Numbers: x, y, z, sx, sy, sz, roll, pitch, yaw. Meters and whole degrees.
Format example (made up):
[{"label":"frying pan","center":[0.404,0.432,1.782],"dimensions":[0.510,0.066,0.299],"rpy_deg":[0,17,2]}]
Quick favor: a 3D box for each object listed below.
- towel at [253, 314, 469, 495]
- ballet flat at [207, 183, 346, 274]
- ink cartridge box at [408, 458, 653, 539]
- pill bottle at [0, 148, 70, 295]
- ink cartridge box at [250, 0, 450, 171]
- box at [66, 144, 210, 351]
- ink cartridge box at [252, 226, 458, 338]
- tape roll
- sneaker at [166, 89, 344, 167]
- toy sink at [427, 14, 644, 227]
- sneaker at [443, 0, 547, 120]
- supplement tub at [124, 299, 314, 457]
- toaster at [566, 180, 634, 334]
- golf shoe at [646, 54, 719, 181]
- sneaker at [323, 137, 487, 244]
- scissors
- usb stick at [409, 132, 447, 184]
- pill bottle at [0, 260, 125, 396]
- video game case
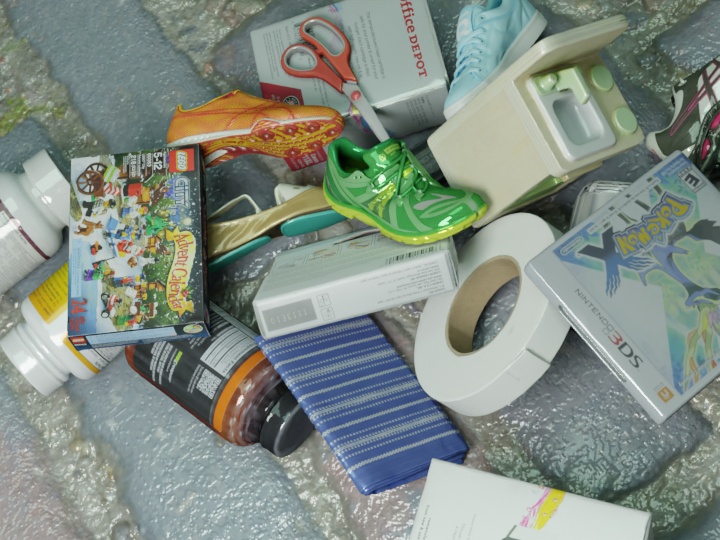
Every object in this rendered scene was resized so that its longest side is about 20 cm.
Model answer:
[{"label":"towel","center":[0.002,0.125,1.324],"dimensions":[0.144,0.024,0.200],"rpy_deg":[-13,54,-40]},{"label":"ballet flat","center":[-0.096,-0.059,1.434],"dimensions":[0.198,0.069,0.064],"rpy_deg":[-22,79,-7]},{"label":"ink cartridge box","center":[0.149,0.273,1.198],"dimensions":[0.198,0.147,0.146],"rpy_deg":[12,70,18]},{"label":"pill bottle","center":[-0.399,-0.039,1.492],"dimensions":[0.199,0.110,0.110],"rpy_deg":[-38,64,-4]},{"label":"ink cartridge box","center":[-0.006,-0.213,1.482],"dimensions":[0.198,0.083,0.147],"rpy_deg":[-16,64,8]},{"label":"box","center":[-0.222,-0.025,1.360],"dimensions":[0.135,0.038,0.202],"rpy_deg":[-7,64,3]},{"label":"ink cartridge box","center":[0.000,0.000,1.367],"dimensions":[0.198,0.174,0.044],"rpy_deg":[-15,104,8]},{"label":"tape roll","center":[0.129,0.041,1.298],"dimensions":[0.202,0.037,0.204],"rpy_deg":[-40,32,32]},{"label":"sneaker","center":[-0.112,-0.157,1.405],"dimensions":[0.198,0.073,0.078],"rpy_deg":[-2,65,17]},{"label":"toy sink","center":[0.184,-0.139,1.310],"dimensions":[0.130,0.200,0.113],"rpy_deg":[-23,80,-38]},{"label":"sneaker","center":[0.122,-0.230,1.428],"dimensions":[0.082,0.074,0.200],"rpy_deg":[43,48,-9]},{"label":"supplement tub","center":[-0.136,0.105,1.366],"dimensions":[0.199,0.107,0.107],"rpy_deg":[34,78,23]},{"label":"toaster","center":[0.268,-0.006,1.310],"dimensions":[0.198,0.114,0.130],"rpy_deg":[8,66,18]},{"label":"golf shoe","center":[0.366,-0.191,1.386],"dimensions":[0.087,0.077,0.201],"rpy_deg":[22,74,29]},{"label":"sneaker","center":[0.035,-0.083,1.341],"dimensions":[0.199,0.084,0.074],"rpy_deg":[19,41,37]},{"label":"scissors","center":[-0.006,-0.195,1.421],"dimensions":[0.073,0.014,0.200],"rpy_deg":[-45,63,-7]},{"label":"usb stick","center":[0.095,-0.127,1.449],"dimensions":[0.199,0.033,0.056],"rpy_deg":[-33,72,-1]},{"label":"pill bottle","center":[-0.279,0.037,1.430],"dimensions":[0.200,0.109,0.109],"rpy_deg":[-41,64,-6]},{"label":"video game case","center":[0.277,0.010,1.215],"dimensions":[0.199,0.022,0.183],"rpy_deg":[-35,74,-20]}]
